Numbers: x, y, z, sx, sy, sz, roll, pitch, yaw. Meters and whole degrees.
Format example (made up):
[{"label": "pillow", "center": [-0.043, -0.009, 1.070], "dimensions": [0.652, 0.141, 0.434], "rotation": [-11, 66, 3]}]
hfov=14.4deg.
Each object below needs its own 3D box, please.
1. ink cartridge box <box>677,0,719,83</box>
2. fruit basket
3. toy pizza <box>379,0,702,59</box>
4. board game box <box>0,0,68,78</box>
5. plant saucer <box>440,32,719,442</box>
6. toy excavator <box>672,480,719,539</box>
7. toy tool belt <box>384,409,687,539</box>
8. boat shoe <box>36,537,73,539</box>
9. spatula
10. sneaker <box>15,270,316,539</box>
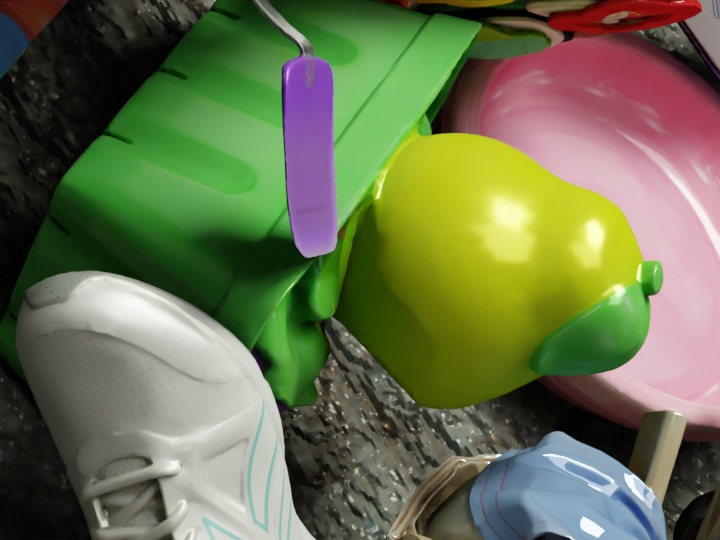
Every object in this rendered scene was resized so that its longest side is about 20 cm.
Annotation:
[{"label": "ink cartridge box", "center": [0.151, -0.130, 1.255], "dimensions": [0.200, 0.044, 0.094], "rotation": [47, 10, -45]}, {"label": "fruit basket", "center": [0.000, 0.000, 1.027], "dimensions": [0.215, 0.156, 0.216], "rotation": [15, 44, -15]}, {"label": "toy pizza", "center": [0.046, -0.111, 1.105], "dimensions": [0.200, 0.200, 0.032], "rotation": [7, 82, -37]}, {"label": "board game box", "center": [-0.164, -0.107, 0.933], "dimensions": [0.103, 0.200, 0.105], "rotation": [27, 45, -23]}, {"label": "plant saucer", "center": [0.109, -0.012, 1.212], "dimensions": [0.200, 0.051, 0.201], "rotation": [22, 48, -26]}, {"label": "toy excavator", "center": [0.213, 0.154, 1.116], "dimensions": [0.199, 0.195, 0.100], "rotation": [20, 21, 3]}, {"label": "toy tool belt", "center": [0.072, 0.113, 0.983], "dimensions": [0.125, 0.123, 0.200], "rotation": [41, 12, -6]}, {"label": "boat shoe", "center": [-0.123, 0.164, 0.877], "dimensions": [0.200, 0.075, 0.074], "rotation": [-70, 144, -55]}, {"label": "spatula", "center": [-0.037, -0.102, 0.914], "dimensions": [0.057, 0.020, 0.201], "rotation": [-19, 91, -74]}, {"label": "sneaker", "center": [-0.055, 0.089, 0.934], "dimensions": [0.201, 0.070, 0.080], "rotation": [61, 31, -26]}]
